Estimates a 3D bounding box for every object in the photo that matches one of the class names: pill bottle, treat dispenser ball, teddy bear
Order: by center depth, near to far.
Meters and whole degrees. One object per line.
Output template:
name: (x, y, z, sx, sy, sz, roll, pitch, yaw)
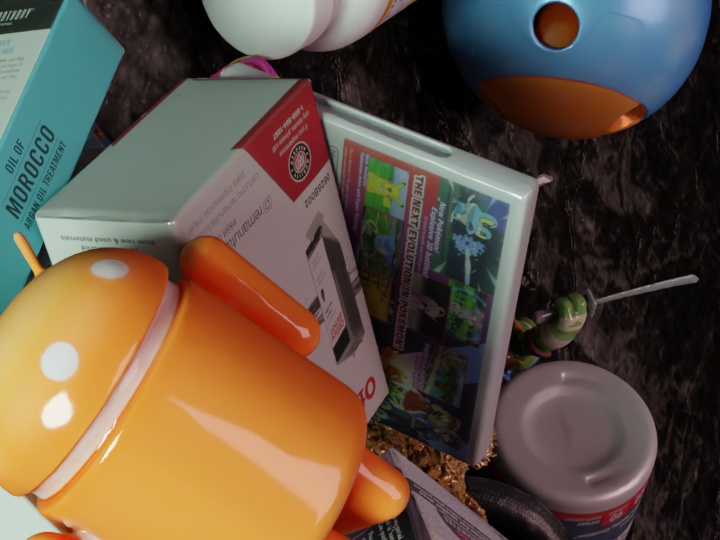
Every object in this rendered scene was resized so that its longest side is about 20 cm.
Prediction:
teddy bear: (0.018, 0.100, 0.962, 0.200, 0.144, 0.067, -79, -175, -65)
pill bottle: (-0.013, -0.205, 0.984, 0.200, 0.111, 0.112, -42, 123, -49)
pill bottle: (0.140, 0.169, 1.141, 0.201, 0.119, 0.120, 95, 19, -51)
treat dispenser ball: (0.160, -0.198, 1.162, 0.200, 0.200, 0.202, 3, 86, -56)

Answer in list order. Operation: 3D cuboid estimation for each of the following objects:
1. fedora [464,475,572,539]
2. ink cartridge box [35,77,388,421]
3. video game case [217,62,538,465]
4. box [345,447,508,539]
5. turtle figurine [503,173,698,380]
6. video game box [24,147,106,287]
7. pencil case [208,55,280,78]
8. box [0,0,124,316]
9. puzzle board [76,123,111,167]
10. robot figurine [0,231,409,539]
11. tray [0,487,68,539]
fedora: (0.055, 0.217, 1.057, 0.092, 0.199, 0.202, -95, 172, -73)
ink cartridge box: (-0.066, 0.022, 0.800, 0.147, 0.082, 0.201, -53, 137, -47)
video game case: (0.000, 0.000, 0.862, 0.023, 0.181, 0.201, -48, 154, -43)
box: (0.057, 0.208, 0.785, 0.200, 0.115, 0.132, 41, 12, -21)
turtle figurine: (0.092, 0.001, 1.112, 0.193, 0.200, 0.144, 9, 47, -52)
video game box: (-0.129, 0.070, 0.824, 0.183, 0.047, 0.201, -65, 146, -37)
pencil case: (-0.040, -0.041, 0.964, 0.200, 0.088, 0.089, 48, 51, -43)
box: (-0.188, -0.037, 0.742, 0.049, 0.082, 0.201, 48, 51, -46)
puzzle board: (-0.161, 0.024, 0.839, 0.151, 0.017, 0.201, 56, 45, -39)
robot figurine: (-0.078, 0.070, 0.652, 0.200, 0.117, 0.144, 35, 98, -15)
tray: (-0.152, 0.124, 0.708, 0.200, 0.107, 0.022, 48, 50, -14)
